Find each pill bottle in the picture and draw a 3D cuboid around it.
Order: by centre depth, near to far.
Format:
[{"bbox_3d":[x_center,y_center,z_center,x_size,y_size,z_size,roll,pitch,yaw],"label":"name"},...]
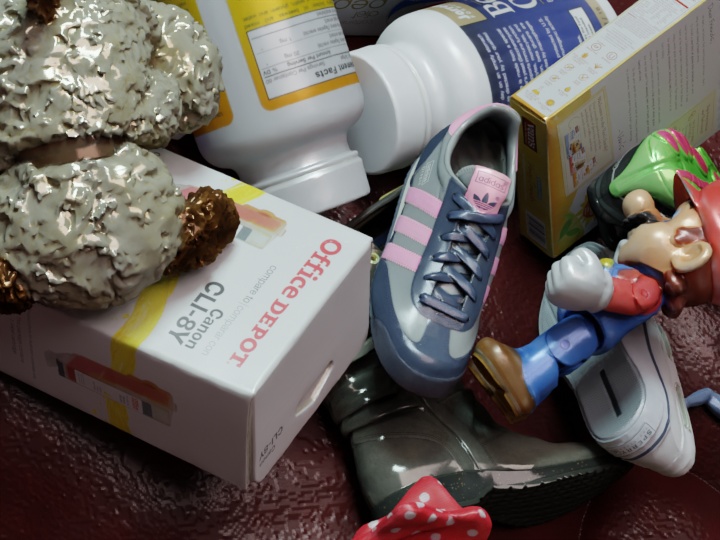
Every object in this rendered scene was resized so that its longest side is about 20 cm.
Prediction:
[{"bbox_3d":[-0.063,-0.131,1.281,0.111,0.111,0.201,-21,95,-35],"label":"pill bottle"},{"bbox_3d":[0.076,-0.128,1.375,0.199,0.111,0.111,-19,73,-35],"label":"pill bottle"}]

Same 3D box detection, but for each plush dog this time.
[{"bbox_3d":[-0.152,-0.063,1.091,0.199,0.160,0.173,-12,81,-14],"label":"plush dog"}]

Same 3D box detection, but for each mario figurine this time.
[{"bbox_3d":[0.149,0.002,1.242,0.200,0.123,0.106,-34,117,-7],"label":"mario figurine"}]

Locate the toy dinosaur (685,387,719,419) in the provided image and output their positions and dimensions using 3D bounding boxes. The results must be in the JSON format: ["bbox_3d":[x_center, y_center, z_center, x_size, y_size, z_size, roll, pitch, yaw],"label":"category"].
[{"bbox_3d":[0.292,0.085,1.384,0.199,0.105,0.183,3,81,-40],"label":"toy dinosaur"}]

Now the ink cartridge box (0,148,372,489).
[{"bbox_3d":[-0.110,0.014,1.167,0.199,0.084,0.145,23,49,17],"label":"ink cartridge box"}]

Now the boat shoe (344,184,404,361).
[{"bbox_3d":[0.000,0.000,1.278,0.071,0.061,0.201,20,39,31],"label":"boat shoe"}]

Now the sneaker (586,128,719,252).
[{"bbox_3d":[0.204,-0.042,1.382,0.200,0.083,0.077,31,38,-60],"label":"sneaker"}]

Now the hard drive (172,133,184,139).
[{"bbox_3d":[-0.202,-0.161,1.279,0.199,0.025,0.133,9,63,-33],"label":"hard drive"}]

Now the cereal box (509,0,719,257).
[{"bbox_3d":[0.187,-0.115,1.373,0.200,0.144,0.039,-37,56,-20],"label":"cereal box"}]

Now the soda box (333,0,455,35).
[{"bbox_3d":[0.003,-0.207,1.414,0.199,0.064,0.068,-3,63,-30],"label":"soda box"}]

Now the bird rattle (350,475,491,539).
[{"bbox_3d":[0.060,0.224,1.156,0.200,0.113,0.164,33,84,-22],"label":"bird rattle"}]

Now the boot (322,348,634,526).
[{"bbox_3d":[0.072,0.093,1.277,0.199,0.068,0.131,-6,60,-32],"label":"boot"}]

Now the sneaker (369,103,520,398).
[{"bbox_3d":[0.055,-0.020,1.221,0.070,0.082,0.201,23,49,-16],"label":"sneaker"}]

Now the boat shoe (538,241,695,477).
[{"bbox_3d":[0.167,0.063,1.323,0.067,0.073,0.200,39,26,-28],"label":"boat shoe"}]
